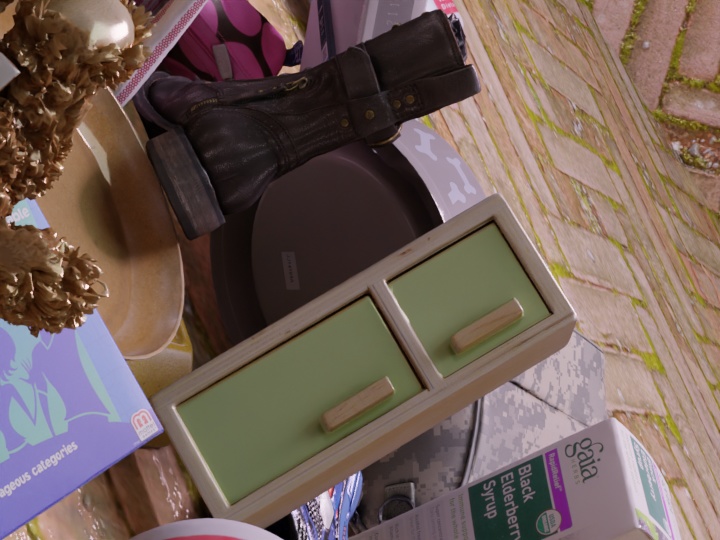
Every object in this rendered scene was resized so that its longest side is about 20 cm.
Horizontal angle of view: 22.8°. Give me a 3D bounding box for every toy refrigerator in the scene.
[{"bbox_3d":[0.002,0.048,0.878,0.076,0.199,0.070,59,-6,13],"label":"toy refrigerator"}]

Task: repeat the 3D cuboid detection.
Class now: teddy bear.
[{"bbox_3d":[-0.151,-0.033,0.606,0.143,0.067,0.202,15,68,-12],"label":"teddy bear"}]

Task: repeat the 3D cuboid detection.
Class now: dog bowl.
[{"bbox_3d":[0.000,0.000,1.018,0.058,0.200,0.202,-15,76,-44],"label":"dog bowl"}]

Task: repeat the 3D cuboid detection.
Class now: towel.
[{"bbox_3d":[-0.105,-0.160,0.987,0.030,0.147,0.200,36,8,-15],"label":"towel"}]

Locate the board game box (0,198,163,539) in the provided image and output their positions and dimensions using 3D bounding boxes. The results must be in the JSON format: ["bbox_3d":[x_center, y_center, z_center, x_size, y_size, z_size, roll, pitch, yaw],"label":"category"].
[{"bbox_3d":[-0.182,0.011,0.651,0.152,0.045,0.201,-33,96,-41],"label":"board game box"}]

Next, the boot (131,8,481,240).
[{"bbox_3d":[-0.025,-0.087,0.927,0.200,0.173,0.070,-118,-177,-67],"label":"boot"}]

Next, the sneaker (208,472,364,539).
[{"bbox_3d":[-0.042,0.122,0.945,0.078,0.075,0.201,41,26,-41],"label":"sneaker"}]

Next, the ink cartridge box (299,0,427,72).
[{"bbox_3d":[-0.018,-0.123,1.126,0.044,0.202,0.177,1,27,-20],"label":"ink cartridge box"}]

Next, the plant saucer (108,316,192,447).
[{"bbox_3d":[-0.155,-0.020,0.873,0.200,0.048,0.202,19,47,-64],"label":"plant saucer"}]

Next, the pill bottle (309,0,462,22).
[{"bbox_3d":[-0.003,-0.267,1.519,0.201,0.108,0.109,63,18,0],"label":"pill bottle"}]

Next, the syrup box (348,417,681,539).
[{"bbox_3d":[0.078,0.169,0.999,0.081,0.199,0.079,47,24,-38],"label":"syrup box"}]

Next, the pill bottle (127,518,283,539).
[{"bbox_3d":[-0.065,0.203,0.703,0.109,0.108,0.201,51,21,-30],"label":"pill bottle"}]

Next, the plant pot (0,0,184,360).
[{"bbox_3d":[-0.148,-0.046,0.809,0.200,0.027,0.201,52,21,-30],"label":"plant pot"}]

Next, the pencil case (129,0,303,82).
[{"bbox_3d":[-0.126,-0.187,1.130,0.200,0.090,0.094,49,22,-29],"label":"pencil case"}]

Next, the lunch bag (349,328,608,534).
[{"bbox_3d":[0.070,0.115,1.157,0.200,0.138,0.170,33,51,-52],"label":"lunch bag"}]
